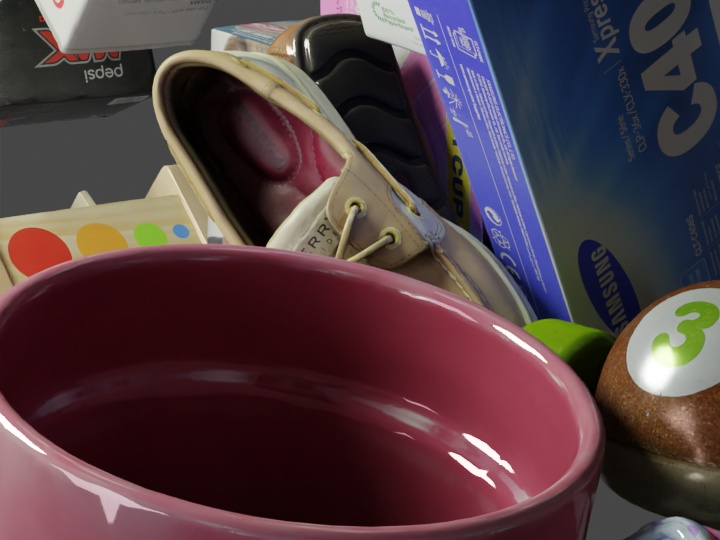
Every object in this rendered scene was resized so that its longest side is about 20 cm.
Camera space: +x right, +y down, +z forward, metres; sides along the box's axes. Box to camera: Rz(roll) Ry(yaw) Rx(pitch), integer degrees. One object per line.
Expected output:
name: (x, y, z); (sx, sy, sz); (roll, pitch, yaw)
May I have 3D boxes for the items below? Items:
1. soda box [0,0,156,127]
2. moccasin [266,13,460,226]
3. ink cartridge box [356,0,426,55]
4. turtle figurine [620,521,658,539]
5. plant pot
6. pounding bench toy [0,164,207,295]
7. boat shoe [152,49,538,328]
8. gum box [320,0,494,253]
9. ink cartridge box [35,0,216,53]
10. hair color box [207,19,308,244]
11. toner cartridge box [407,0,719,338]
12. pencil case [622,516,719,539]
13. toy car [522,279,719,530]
soda box: (-0.205, -0.107, 1.301); (0.063, 0.200, 0.071); (-16, 85, 54)
moccasin: (-0.001, 0.000, 1.024); (0.078, 0.074, 0.202); (-41, 67, 57)
ink cartridge box: (0.018, -0.167, 0.936); (0.095, 0.037, 0.200); (24, 141, 48)
turtle figurine: (0.040, 0.150, 0.917); (0.161, 0.200, 0.064); (20, 158, 44)
plant pot: (-0.035, 0.111, 0.827); (0.200, 0.200, 0.179); (37, 126, 45)
pounding bench toy: (-0.135, 0.068, 1.279); (0.200, 0.156, 0.124); (62, 141, 25)
boat shoe: (-0.011, -0.009, 0.945); (0.200, 0.066, 0.074); (45, 105, 28)
gum box: (0.041, -0.044, 1.080); (0.113, 0.066, 0.200); (15, 109, 54)
ink cartridge box: (-0.108, -0.223, 1.239); (0.146, 0.085, 0.200); (60, 142, 27)
hair color box: (-0.022, -0.008, 1.185); (0.100, 0.060, 0.200); (21, 114, 51)
toner cartridge box: (0.083, -0.059, 0.916); (0.043, 0.095, 0.200); (35, 157, 43)
pencil case: (0.154, 0.145, 0.806); (0.083, 0.200, 0.091); (28, 94, 62)
toy car: (0.156, -0.012, 0.867); (0.164, 0.158, 0.200); (15, 98, 43)
